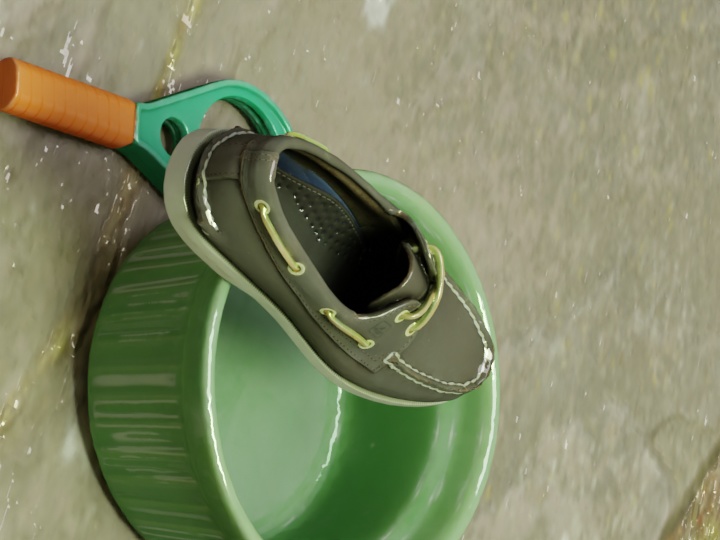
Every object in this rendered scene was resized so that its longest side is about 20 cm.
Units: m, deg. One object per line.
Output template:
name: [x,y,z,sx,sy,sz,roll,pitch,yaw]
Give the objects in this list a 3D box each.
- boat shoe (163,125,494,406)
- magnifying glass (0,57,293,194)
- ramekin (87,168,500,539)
boat shoe: [-0.001,0.003,1.198,0.202,0.060,0.072,39,61,-38]
magnifying glass: [-0.098,-0.065,1.300,0.200,0.022,0.080,17,71,-47]
ramekin: [-0.034,0.055,1.277,0.200,0.097,0.201,4,85,-47]
